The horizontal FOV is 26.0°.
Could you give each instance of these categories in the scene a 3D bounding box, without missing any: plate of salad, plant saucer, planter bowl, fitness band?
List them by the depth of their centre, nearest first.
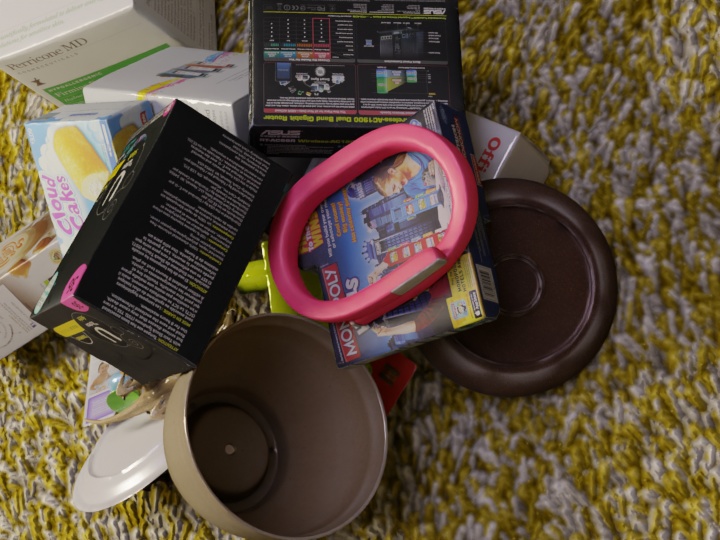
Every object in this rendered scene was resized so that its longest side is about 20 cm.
[{"bbox_3d":[0.009,-0.038,1.333,0.200,0.037,0.144,-32,64,22],"label":"fitness band"},{"bbox_3d":[-0.094,0.151,1.397,0.135,0.200,0.200,-28,54,54],"label":"planter bowl"},{"bbox_3d":[0.135,0.014,1.404,0.200,0.032,0.201,0,86,-4],"label":"plant saucer"},{"bbox_3d":[-0.201,0.168,1.539,0.200,0.048,0.200,-34,22,15],"label":"plate of salad"}]

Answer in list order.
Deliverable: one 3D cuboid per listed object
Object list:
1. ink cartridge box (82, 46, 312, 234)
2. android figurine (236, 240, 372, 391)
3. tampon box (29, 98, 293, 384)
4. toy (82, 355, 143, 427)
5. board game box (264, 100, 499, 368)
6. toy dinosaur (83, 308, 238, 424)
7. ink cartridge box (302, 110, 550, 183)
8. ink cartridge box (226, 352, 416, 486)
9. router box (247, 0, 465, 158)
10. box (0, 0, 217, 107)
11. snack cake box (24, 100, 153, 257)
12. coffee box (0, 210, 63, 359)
[{"bbox_3d":[-0.152,-0.133,1.578,0.200,0.145,0.146,10,119,35],"label":"ink cartridge box"},{"bbox_3d":[-0.026,0.022,1.469,0.200,0.041,0.182,-9,86,29],"label":"android figurine"},{"bbox_3d":[-0.176,-0.021,1.375,0.150,0.126,0.200,-22,39,63],"label":"tampon box"},{"bbox_3d":[-0.243,0.057,1.615,0.115,0.047,0.200,-24,45,18],"label":"toy"},{"bbox_3d":[0.016,-0.019,1.381,0.200,0.062,0.200,-20,72,28],"label":"board game box"},{"bbox_3d":[-0.189,0.114,1.488,0.200,0.101,0.058,-36,85,12],"label":"toy dinosaur"},{"bbox_3d":[0.060,-0.090,1.515,0.200,0.084,0.146,25,85,33],"label":"ink cartridge box"},{"bbox_3d":[-0.060,0.133,1.501,0.163,0.057,0.200,37,105,34],"label":"ink cartridge box"},{"bbox_3d":[-0.005,-0.182,1.447,0.200,0.062,0.150,1,65,-5],"label":"router box"},{"bbox_3d":[-0.286,-0.310,1.737,0.199,0.171,0.200,-16,64,23],"label":"box"},{"bbox_3d":[-0.245,-0.063,1.540,0.115,0.067,0.200,0,113,35],"label":"snack cake box"},{"bbox_3d":[-0.360,0.014,1.684,0.200,0.080,0.114,-32,24,14],"label":"coffee box"}]
